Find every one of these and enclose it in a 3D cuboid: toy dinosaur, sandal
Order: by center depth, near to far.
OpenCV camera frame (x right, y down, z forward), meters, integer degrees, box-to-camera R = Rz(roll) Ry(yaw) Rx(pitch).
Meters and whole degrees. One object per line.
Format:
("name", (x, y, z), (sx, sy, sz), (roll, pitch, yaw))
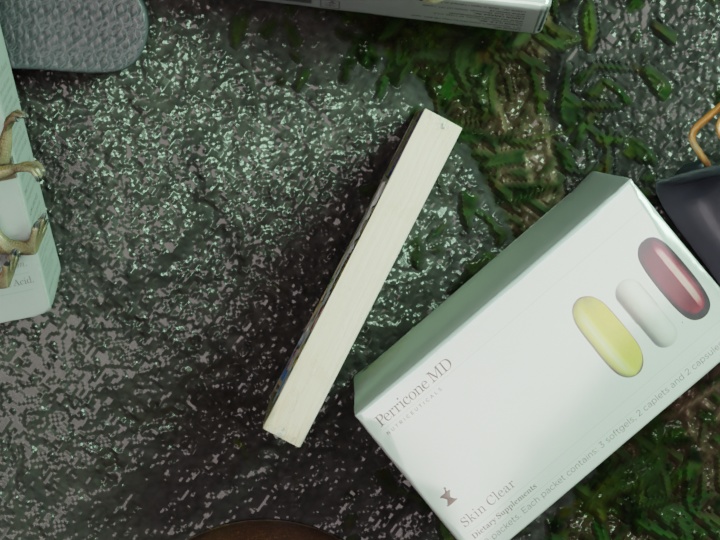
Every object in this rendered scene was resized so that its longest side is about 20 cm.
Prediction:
("toy dinosaur", (-0.232, -0.029, 1.003), (0.100, 0.058, 0.202), (20, 100, 5))
("sandal", (-0.227, -0.153, 1.078), (0.198, 0.043, 0.077), (10, 104, -7))

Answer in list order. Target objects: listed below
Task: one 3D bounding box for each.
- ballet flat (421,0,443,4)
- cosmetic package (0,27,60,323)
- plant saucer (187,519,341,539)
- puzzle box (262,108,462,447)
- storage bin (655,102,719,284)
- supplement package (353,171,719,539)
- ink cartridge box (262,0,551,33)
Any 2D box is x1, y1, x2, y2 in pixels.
("ballet flat", (0.072, -0.242, 1.016), (0.056, 0.067, 0.202), (15, 74, 16))
("cosmetic package", (-0.246, -0.069, 1.044), (0.101, 0.074, 0.202), (-12, 111, 0))
("plant saucer", (-0.060, 0.258, 1.115), (0.198, 0.034, 0.203), (0, 94, 0))
("puzzle box", (0.000, 0.000, 1.044), (0.025, 0.133, 0.201), (27, 93, -3))
("storage bin", (0.272, -0.056, 1.022), (0.134, 0.200, 0.146), (-39, 94, -9))
("supplement package", (0.104, 0.049, 1.038), (0.200, 0.156, 0.111), (-41, 94, 3))
("ink cartridge box", (0.020, -0.241, 1.071), (0.198, 0.044, 0.175), (7, 75, -1))
